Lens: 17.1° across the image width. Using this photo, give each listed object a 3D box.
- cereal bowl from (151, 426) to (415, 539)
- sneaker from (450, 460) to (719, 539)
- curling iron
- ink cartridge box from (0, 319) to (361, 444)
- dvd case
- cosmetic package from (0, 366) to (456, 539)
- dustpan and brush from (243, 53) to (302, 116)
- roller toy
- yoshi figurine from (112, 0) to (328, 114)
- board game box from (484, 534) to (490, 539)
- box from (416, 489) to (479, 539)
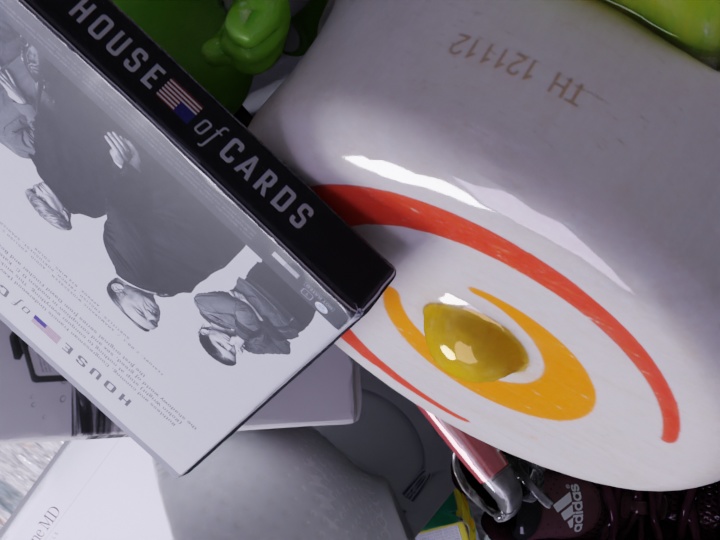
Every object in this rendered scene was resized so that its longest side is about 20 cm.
[{"bbox_3d":[-0.010,0.142,0.963,0.200,0.083,0.200,-22,-90,-89],"label":"cereal bowl"},{"bbox_3d":[0.117,0.101,0.929,0.200,0.076,0.115,9,-175,42],"label":"sneaker"},{"bbox_3d":[-0.004,0.008,0.818,0.200,0.026,0.050,51,170,-3],"label":"curling iron"},{"bbox_3d":[-0.111,0.016,0.931,0.200,0.084,0.146,-3,-175,-13],"label":"ink cartridge box"},{"bbox_3d":[-0.081,-0.013,0.757,0.150,0.025,0.200,43,154,-2],"label":"dvd case"},{"bbox_3d":[-0.057,0.099,1.080,0.151,0.200,0.052,35,-160,-4],"label":"cosmetic package"},{"bbox_3d":[-0.106,-0.060,0.872,0.057,0.200,0.140,66,159,9],"label":"dustpan and brush"},{"bbox_3d":[0.063,-0.024,0.728,0.182,0.140,0.200,2,143,50],"label":"roller toy"},{"bbox_3d":[-0.068,-0.098,0.727,0.112,0.113,0.200,-17,156,14],"label":"yoshi figurine"},{"bbox_3d":[0.100,0.174,0.996,0.103,0.105,0.200,17,-176,-4],"label":"board game box"},{"bbox_3d":[0.008,0.167,1.223,0.117,0.048,0.200,-14,145,2],"label":"box"}]
